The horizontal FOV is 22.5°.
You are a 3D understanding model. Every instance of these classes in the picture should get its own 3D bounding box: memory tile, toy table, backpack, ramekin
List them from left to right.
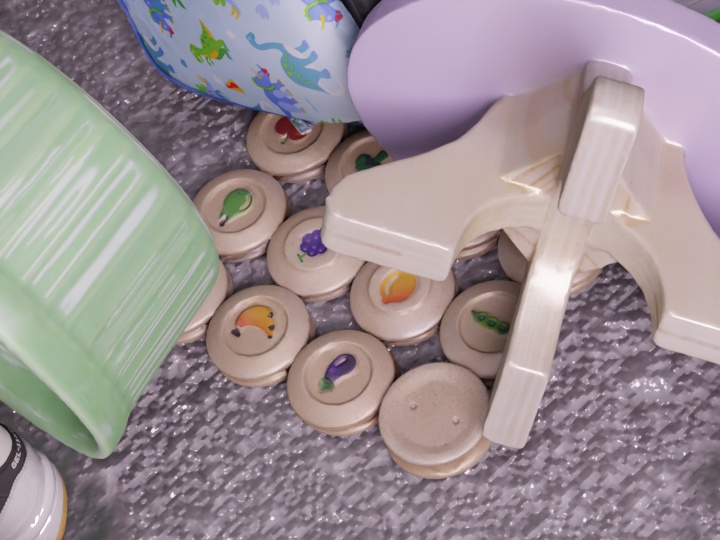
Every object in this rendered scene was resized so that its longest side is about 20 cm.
[{"bbox_3d":[-0.155,-0.021,0.766,0.199,0.200,0.098,29,71,31],"label":"ramekin"},{"bbox_3d":[-0.028,-0.147,0.842,0.153,0.164,0.200,-38,34,-11],"label":"backpack"},{"bbox_3d":[0.000,0.000,0.825,0.199,0.017,0.154,25,66,29],"label":"memory tile"},{"bbox_3d":[0.082,-0.029,0.720,0.198,0.185,0.118,8,45,11],"label":"toy table"}]

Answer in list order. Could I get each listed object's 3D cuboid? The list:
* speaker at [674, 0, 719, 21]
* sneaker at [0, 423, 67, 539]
[{"bbox_3d":[0.171,-0.170,0.851,0.199,0.089,0.089,-26,53,-2],"label":"speaker"},{"bbox_3d":[-0.229,0.113,0.770,0.199,0.088,0.076,-26,55,-1],"label":"sneaker"}]
